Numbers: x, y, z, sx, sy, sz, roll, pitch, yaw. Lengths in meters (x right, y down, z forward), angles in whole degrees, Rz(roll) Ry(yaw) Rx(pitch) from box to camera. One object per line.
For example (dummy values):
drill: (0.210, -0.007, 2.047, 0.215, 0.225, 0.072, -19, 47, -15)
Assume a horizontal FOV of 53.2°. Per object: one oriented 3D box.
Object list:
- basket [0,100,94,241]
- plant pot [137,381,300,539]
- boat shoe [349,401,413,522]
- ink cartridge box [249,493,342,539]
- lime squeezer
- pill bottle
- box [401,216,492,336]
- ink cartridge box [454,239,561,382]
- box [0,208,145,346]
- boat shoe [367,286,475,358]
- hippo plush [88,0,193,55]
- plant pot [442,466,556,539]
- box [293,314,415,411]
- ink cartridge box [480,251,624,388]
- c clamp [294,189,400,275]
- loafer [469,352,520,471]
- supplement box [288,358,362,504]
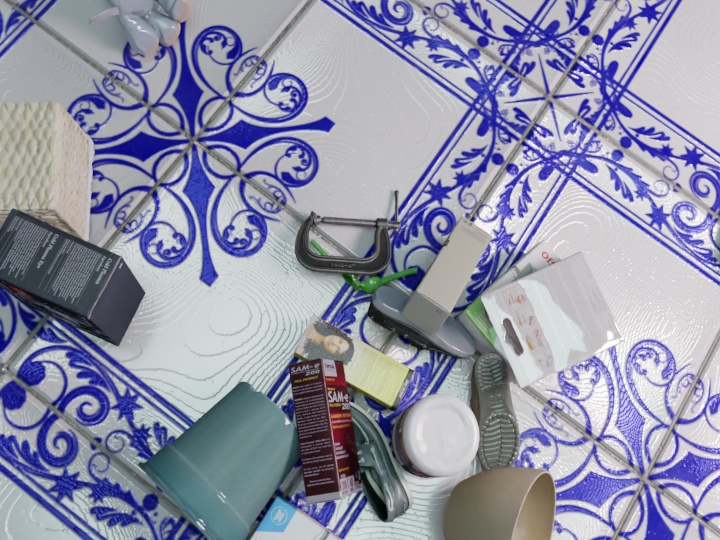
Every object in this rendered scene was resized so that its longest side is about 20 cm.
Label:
basket: (-0.559, -0.159, 1.180, 0.193, 0.161, 0.205, -2, 73, -5)
plant pot: (-0.197, 0.290, 1.087, 0.200, 0.201, 0.196, 42, 66, 6)
boat shoe: (0.011, 0.305, 1.149, 0.061, 0.073, 0.203, -25, 82, -44)
ink cartridge box: (-0.079, 0.453, 1.109, 0.198, 0.068, 0.117, 33, 74, 3)
lime squeezer: (0.000, 0.000, 1.255, 0.195, 0.038, 0.072, 15, 77, 1)
pill bottle: (0.107, 0.259, 1.111, 0.113, 0.200, 0.120, 1, 74, -5)
box: (0.147, 0.007, 1.211, 0.068, 0.083, 0.201, 33, 50, 4)
ink cartridge box: (0.285, 0.070, 1.240, 0.199, 0.084, 0.146, -40, 83, -14)
box: (-0.454, 0.018, 1.120, 0.178, 0.200, 0.106, 22, 72, 2)
boat shoe: (0.100, 0.102, 1.226, 0.197, 0.067, 0.071, 27, 39, -4)
hippo plush: (-0.419, -0.500, 1.316, 0.196, 0.162, 0.161, -19, 46, -25)
plant pot: (0.205, 0.393, 1.109, 0.132, 0.200, 0.204, 9, 70, 34)
box: (-0.011, 0.156, 1.206, 0.197, 0.050, 0.076, 28, 74, 1)
ink cartridge box: (0.308, 0.081, 1.175, 0.196, 0.050, 0.164, -22, 80, -9)
c clamp: (-0.020, -0.065, 1.269, 0.194, 0.027, 0.175, -1, 61, -7)
loafer: (0.221, 0.236, 1.199, 0.073, 0.070, 0.206, -2, 92, -2)
supplement box: (-0.052, 0.242, 1.100, 0.059, 0.109, 0.205, -13, 78, 15)
